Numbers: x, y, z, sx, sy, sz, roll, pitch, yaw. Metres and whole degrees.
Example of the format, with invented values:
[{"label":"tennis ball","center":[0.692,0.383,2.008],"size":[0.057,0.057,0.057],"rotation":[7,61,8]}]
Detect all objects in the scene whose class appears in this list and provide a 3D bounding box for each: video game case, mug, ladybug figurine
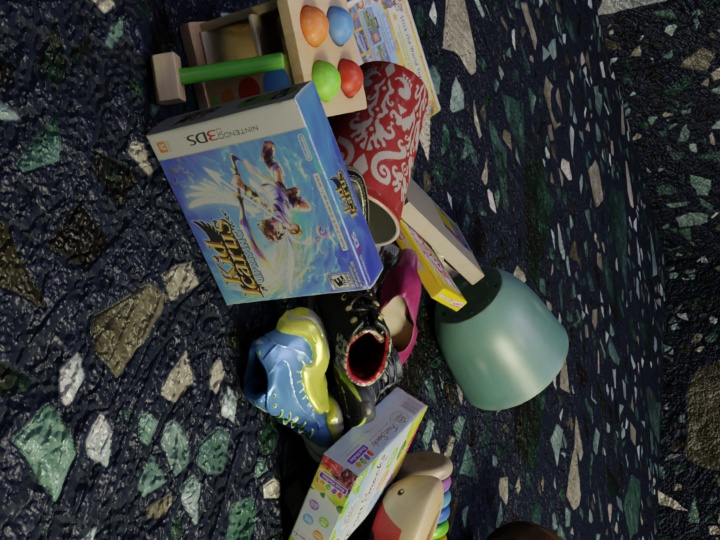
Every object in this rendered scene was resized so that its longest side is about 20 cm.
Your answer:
[{"label":"video game case","center":[-0.093,-0.066,0.802],"size":[0.046,0.179,0.203],"rotation":[-53,129,-49]},{"label":"video game case","center":[0.017,-0.275,1.129],"size":[0.181,0.023,0.203],"rotation":[-35,118,-28]},{"label":"mug","center":[0.001,-0.162,1.018],"size":[0.177,0.132,0.203],"rotation":[43,56,-43]},{"label":"ladybug figurine","center":[0.049,0.347,1.040],"size":[0.136,0.071,0.203],"rotation":[-27,134,-69]}]

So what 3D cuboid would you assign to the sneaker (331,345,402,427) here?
[{"label":"sneaker","center":[0.010,0.121,0.976],"size":[0.200,0.079,0.075],"rotation":[-96,173,-75]}]

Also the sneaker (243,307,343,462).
[{"label":"sneaker","center":[-0.082,0.143,0.914],"size":[0.104,0.075,0.203],"rotation":[-23,117,-30]}]

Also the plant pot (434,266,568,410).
[{"label":"plant pot","center":[0.211,0.093,1.320],"size":[0.162,0.198,0.202],"rotation":[53,40,-26]}]

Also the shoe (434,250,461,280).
[{"label":"shoe","center":[0.128,-0.034,1.327],"size":[0.200,0.053,0.071],"rotation":[45,47,-49]}]

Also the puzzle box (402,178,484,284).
[{"label":"puzzle box","center":[0.103,-0.075,1.217],"size":[0.200,0.025,0.134],"rotation":[40,19,-36]}]

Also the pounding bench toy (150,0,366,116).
[{"label":"pounding bench toy","center":[-0.099,-0.209,0.846],"size":[0.199,0.154,0.127],"rotation":[-29,110,-59]}]

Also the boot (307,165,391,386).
[{"label":"boot","center":[-0.007,0.006,0.893],"size":[0.154,0.072,0.207],"rotation":[-122,-147,-54]}]

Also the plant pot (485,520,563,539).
[{"label":"plant pot","center":[0.224,0.519,1.267],"size":[0.197,0.198,0.204],"rotation":[-6,89,-52]}]

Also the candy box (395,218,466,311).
[{"label":"candy box","center":[0.077,-0.037,1.156],"size":[0.202,0.026,0.102],"rotation":[60,17,24]}]

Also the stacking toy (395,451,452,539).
[{"label":"stacking toy","center":[0.094,0.368,1.170],"size":[0.085,0.084,0.204],"rotation":[-18,106,-60]}]

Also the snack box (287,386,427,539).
[{"label":"snack box","center":[-0.001,0.241,0.970],"size":[0.199,0.052,0.144],"rotation":[-27,141,-60]}]

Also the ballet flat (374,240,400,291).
[{"label":"ballet flat","center":[0.000,0.000,1.079],"size":[0.073,0.071,0.201],"rotation":[67,32,-27]}]

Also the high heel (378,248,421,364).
[{"label":"high heel","center":[0.047,0.076,1.082],"size":[0.096,0.066,0.202],"rotation":[-72,177,-54]}]
